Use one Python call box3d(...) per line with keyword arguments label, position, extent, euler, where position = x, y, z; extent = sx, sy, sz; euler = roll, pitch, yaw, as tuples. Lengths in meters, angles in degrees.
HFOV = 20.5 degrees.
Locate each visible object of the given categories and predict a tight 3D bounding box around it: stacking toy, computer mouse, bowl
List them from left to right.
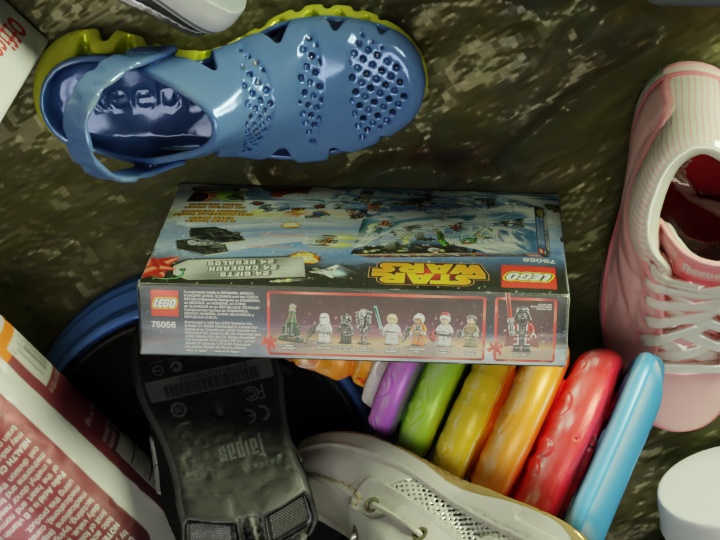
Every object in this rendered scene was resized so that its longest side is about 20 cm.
box3d(label="computer mouse", position=(-0.087, 0.113, 0.956), extent=(0.140, 0.201, 0.046), euler=(-17, 154, -15))
box3d(label="bowl", position=(-0.082, 0.097, 1.069), extent=(0.199, 0.039, 0.202), euler=(1, 114, 3))
box3d(label="stacking toy", position=(0.042, 0.062, 0.991), extent=(0.199, 0.110, 0.116), euler=(24, 159, 7))

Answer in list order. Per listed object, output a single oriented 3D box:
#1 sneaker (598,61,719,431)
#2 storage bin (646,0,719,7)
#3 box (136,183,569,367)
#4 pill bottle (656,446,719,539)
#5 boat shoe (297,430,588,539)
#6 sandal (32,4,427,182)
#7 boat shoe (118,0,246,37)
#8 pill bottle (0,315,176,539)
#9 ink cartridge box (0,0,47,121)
box3d(label="sneaker", position=(0.160, 0.007, 0.979), extent=(0.075, 0.105, 0.201), euler=(0, 116, 2))
box3d(label="storage bin", position=(0.153, -0.209, 0.866), extent=(0.145, 0.134, 0.201), euler=(2, 113, 3))
box3d(label="box", position=(0.000, 0.000, 0.966), extent=(0.199, 0.137, 0.040), euler=(2, 112, 3))
box3d(label="pill bottle", position=(0.213, 0.199, 1.057), extent=(0.108, 0.109, 0.201), euler=(-9, 113, 8))
box3d(label="boat shoe", position=(0.025, 0.133, 0.954), extent=(0.069, 0.199, 0.071), euler=(-52, 129, -21))
box3d(label="sandal", position=(-0.066, -0.079, 0.965), extent=(0.199, 0.087, 0.080), euler=(-8, 112, 5))
box3d(label="boat shoe", position=(-0.149, -0.166, 0.942), extent=(0.200, 0.070, 0.066), euler=(34, 119, -11))
box3d(label="pill bottle", position=(-0.160, 0.122, 1.001), extent=(0.114, 0.114, 0.200), euler=(-39, 106, 18))
box3d(label="ink cartridge box", position=(-0.253, -0.126, 0.923), extent=(0.200, 0.146, 0.084), euler=(42, 109, -15))
